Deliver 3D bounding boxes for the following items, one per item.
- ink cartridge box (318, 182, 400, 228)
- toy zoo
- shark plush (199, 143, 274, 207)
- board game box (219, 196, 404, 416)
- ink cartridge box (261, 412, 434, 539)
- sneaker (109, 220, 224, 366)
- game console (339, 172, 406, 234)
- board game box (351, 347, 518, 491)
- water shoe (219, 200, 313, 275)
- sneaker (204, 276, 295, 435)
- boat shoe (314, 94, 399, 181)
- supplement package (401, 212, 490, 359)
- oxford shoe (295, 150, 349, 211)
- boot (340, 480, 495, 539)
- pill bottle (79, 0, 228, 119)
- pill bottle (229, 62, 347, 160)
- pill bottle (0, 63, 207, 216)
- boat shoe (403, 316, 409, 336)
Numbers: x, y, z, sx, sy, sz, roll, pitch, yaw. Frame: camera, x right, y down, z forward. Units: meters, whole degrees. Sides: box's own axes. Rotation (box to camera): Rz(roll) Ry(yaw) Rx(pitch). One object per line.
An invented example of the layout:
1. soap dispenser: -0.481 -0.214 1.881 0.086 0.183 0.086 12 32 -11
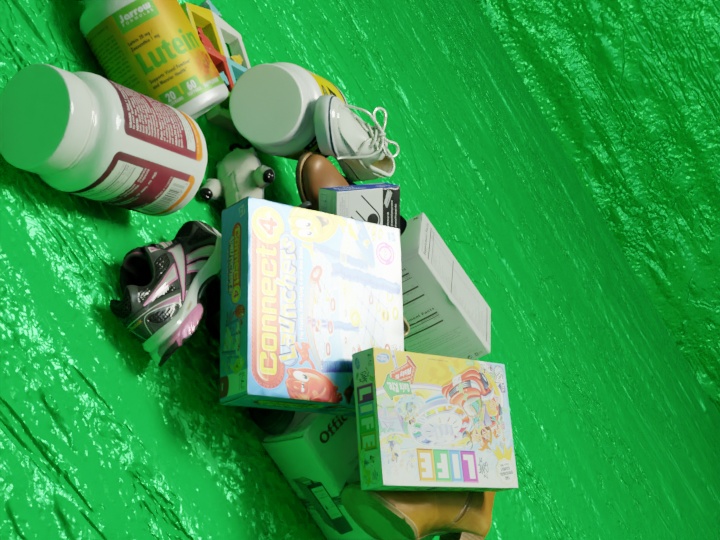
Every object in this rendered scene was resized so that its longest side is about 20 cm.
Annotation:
1. ink cartridge box: 0.000 0.000 1.381 0.093 0.044 0.203 -7 103 -33
2. toy zoo: -0.185 -0.273 1.538 0.131 0.020 0.202 17 51 -61
3. shark plush: -0.151 -0.101 1.419 0.200 0.090 0.084 -119 -170 -59
4. board game box: -0.047 0.042 1.186 0.194 0.056 0.203 10 71 -36
5. ink cartridge box: 0.007 0.217 1.272 0.145 0.084 0.201 -44 108 -38
6. sneaker: -0.194 -0.001 1.155 0.086 0.080 0.201 42 23 -20
7. game console: -0.009 -0.004 1.515 0.116 0.177 0.199 43 8 36
8. board game box: 0.079 0.157 1.190 0.198 0.034 0.137 10 69 -41
9. water shoe: -0.096 -0.031 1.275 0.072 0.079 0.200 47 22 -5
10. sneaker: -0.128 0.074 1.242 0.104 0.060 0.202 39 29 -42
11. boat shoe: 0.006 -0.159 1.433 0.202 0.085 0.076 51 43 -65
12. supplement package: 0.096 0.039 1.695 0.201 0.109 0.114 53 25 -24
13. oxford shoe: -0.011 -0.071 1.428 0.072 0.071 0.201 -57 130 -27
14. boot: 0.068 0.225 1.228 0.201 0.070 0.145 40 53 -29
15. pill bottle: -0.241 -0.255 1.278 0.202 0.110 0.111 60 23 -7
16. pill bottle: -0.089 -0.199 1.458 0.116 0.113 0.200 64 14 4
17. pill bottle: -0.248 -0.124 1.116 0.199 0.113 0.116 17 50 -61
18. boat shoe: -0.011 0.049 1.450 0.200 0.062 0.074 32 69 -53
